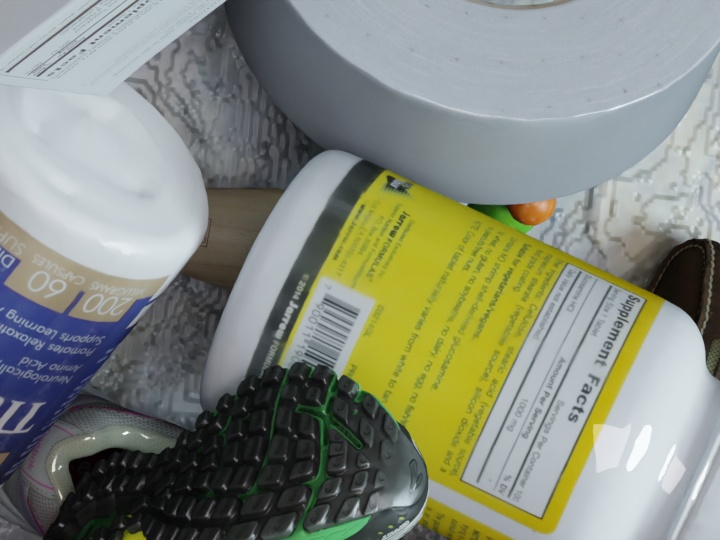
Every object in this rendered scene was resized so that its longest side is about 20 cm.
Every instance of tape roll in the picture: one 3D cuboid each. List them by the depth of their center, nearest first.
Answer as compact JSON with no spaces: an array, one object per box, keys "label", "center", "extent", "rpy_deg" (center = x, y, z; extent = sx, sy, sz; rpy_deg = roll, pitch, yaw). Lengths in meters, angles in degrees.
[{"label":"tape roll","center":[0.048,-0.128,1.061],"extent":[0.200,0.066,0.201],"rpy_deg":[4,63,-9]}]

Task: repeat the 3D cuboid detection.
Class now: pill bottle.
[{"label":"pill bottle","center":[0.052,0.045,1.007],"extent":[0.200,0.112,0.113],"rpy_deg":[26,89,7]},{"label":"pill bottle","center":[-0.153,0.019,1.020],"extent":[0.111,0.111,0.200],"rpy_deg":[33,118,-14]}]

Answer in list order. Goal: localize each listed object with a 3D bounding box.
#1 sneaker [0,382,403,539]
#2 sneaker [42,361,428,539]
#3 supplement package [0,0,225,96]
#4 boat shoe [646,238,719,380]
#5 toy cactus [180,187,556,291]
[{"label":"sneaker","center":[-0.059,0.109,1.095],"extent":[0.200,0.088,0.082],"rpy_deg":[23,90,-15]},{"label":"sneaker","center":[-0.035,0.093,0.976],"extent":[0.085,0.200,0.078],"rpy_deg":[37,57,-20]},{"label":"supplement package","center":[-0.072,-0.180,0.934],"extent":[0.200,0.111,0.156],"rpy_deg":[-35,80,15]},{"label":"boat shoe","center":[0.112,0.061,1.100],"extent":[0.075,0.075,0.203],"rpy_deg":[31,50,-21]},{"label":"toy cactus","center":[0.000,0.000,1.106],"extent":[0.164,0.102,0.201],"rpy_deg":[8,102,-5]}]
